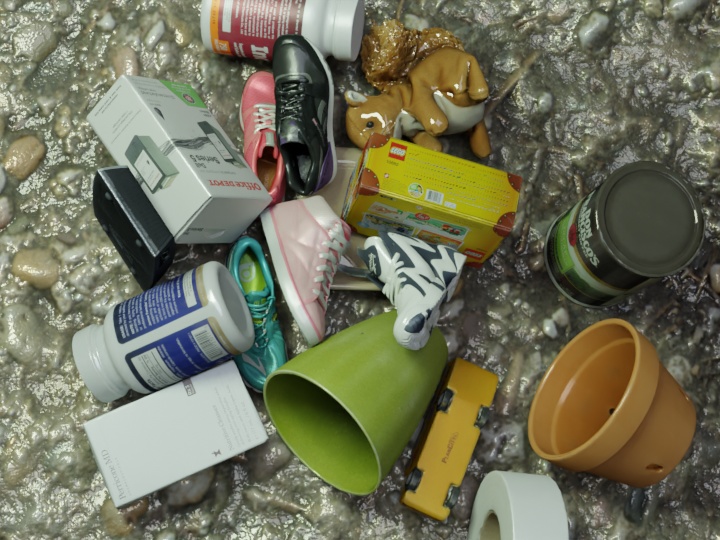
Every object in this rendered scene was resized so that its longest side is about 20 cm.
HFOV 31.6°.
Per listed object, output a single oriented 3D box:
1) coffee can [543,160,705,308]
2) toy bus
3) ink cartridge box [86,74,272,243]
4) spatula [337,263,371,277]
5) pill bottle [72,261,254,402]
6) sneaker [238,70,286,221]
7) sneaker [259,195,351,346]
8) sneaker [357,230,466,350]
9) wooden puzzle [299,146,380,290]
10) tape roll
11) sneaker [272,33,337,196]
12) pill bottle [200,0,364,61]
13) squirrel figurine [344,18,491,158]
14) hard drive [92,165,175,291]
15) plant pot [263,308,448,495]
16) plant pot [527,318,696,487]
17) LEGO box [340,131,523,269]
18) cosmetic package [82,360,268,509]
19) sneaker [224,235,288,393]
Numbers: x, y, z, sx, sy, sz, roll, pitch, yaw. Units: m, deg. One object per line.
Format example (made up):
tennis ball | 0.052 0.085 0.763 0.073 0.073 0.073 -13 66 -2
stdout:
coffee can | 0.338 -0.042 1.651 0.145 0.200 0.148 2 76 -10
toy bus | 0.109 0.214 1.610 0.065 0.078 0.202 25 74 -6
ink cartridge box | -0.221 -0.136 1.564 0.084 0.145 0.201 -44 73 22
spatula | 0.000 0.000 1.627 0.198 0.021 0.057 3 62 -11
pill bottle | -0.237 0.078 1.527 0.198 0.116 0.117 -23 82 9
sneaker | -0.117 -0.170 1.649 0.073 0.087 0.202 1 77 -12
sneaker | -0.053 -0.010 1.569 0.104 0.076 0.202 -19 58 1
sneaker | 0.043 0.015 1.554 0.129 0.080 0.200 23 39 10
wooden puzzle | 0.009 -0.067 1.681 0.183 0.037 0.202 2 73 -10
tape roll | 0.186 0.345 1.534 0.070 0.202 0.205 6 76 -9
sneaker | -0.074 -0.194 1.591 0.075 0.088 0.202 -7 105 18
pill bottle | -0.099 -0.327 1.650 0.198 0.113 0.114 9 75 8
squirrel figurine | 0.062 -0.234 1.692 0.185 0.142 0.202 -17 64 -3
hard drive | -0.273 -0.051 1.530 0.042 0.200 0.136 -33 86 -17
plant pot | 0.013 0.139 1.572 0.187 0.187 0.200 47 57 2
plant pot | 0.329 0.183 1.614 0.139 0.200 0.201 34 73 -19
LEGO box | 0.086 -0.085 1.602 0.198 0.149 0.078 16 69 -6
cosmetic package | -0.227 0.200 1.546 0.198 0.081 0.114 -24 85 -16
sneaker | -0.135 0.055 1.597 0.077 0.080 0.202 -10 80 -14
